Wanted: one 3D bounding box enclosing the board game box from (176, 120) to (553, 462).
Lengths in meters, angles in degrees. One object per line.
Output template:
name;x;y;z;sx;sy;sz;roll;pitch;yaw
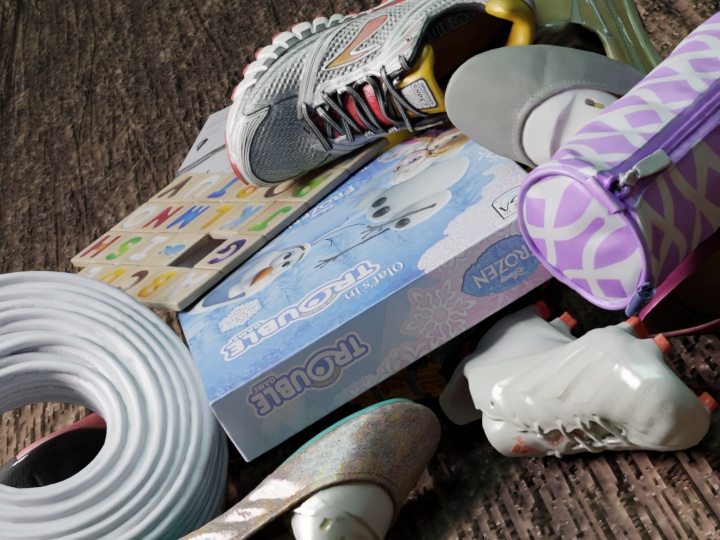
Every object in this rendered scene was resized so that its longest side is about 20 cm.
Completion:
board game box;0.000;0.000;1.121;0.200;0.043;0.199;-31;22;-1

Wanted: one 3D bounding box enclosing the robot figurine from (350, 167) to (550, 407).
robot figurine;0.053;0.007;1.178;0.145;0.058;0.200;-12;29;43

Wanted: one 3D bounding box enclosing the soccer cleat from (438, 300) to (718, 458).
soccer cleat;0.101;0.063;0.992;0.078;0.069;0.200;-42;16;-11

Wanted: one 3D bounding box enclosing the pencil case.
pencil case;0.159;-0.066;0.997;0.200;0.084;0.086;-42;-22;-31

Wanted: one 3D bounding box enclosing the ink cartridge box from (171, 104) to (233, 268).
ink cartridge box;-0.063;-0.053;1.375;0.116;0.067;0.200;-23;24;25

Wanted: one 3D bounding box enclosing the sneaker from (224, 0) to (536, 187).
sneaker;0.010;-0.112;1.185;0.200;0.078;0.082;-35;35;4

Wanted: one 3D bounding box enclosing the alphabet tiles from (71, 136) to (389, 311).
alphabet tiles;-0.095;-0.031;1.257;0.167;0.008;0.200;-40;22;-25

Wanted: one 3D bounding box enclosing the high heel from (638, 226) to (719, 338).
high heel;0.222;-0.014;0.981;0.200;0.067;0.096;-31;8;46

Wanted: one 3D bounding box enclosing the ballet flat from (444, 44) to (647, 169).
ballet flat;0.142;-0.066;1.068;0.064;0.200;0.067;-110;37;-61

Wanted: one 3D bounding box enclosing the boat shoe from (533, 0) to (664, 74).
boat shoe;0.124;-0.136;1.222;0.072;0.076;0.200;-54;52;28

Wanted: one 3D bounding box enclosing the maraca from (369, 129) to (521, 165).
maraca;0.066;-0.098;1.314;0.200;0.107;0.137;-7;3;-7

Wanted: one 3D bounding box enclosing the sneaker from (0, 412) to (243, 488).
sneaker;-0.120;0.101;1.222;0.200;0.074;0.087;-26;11;-1

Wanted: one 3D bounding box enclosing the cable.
cable;-0.170;0.094;1.113;0.200;0.069;0.200;17;54;9

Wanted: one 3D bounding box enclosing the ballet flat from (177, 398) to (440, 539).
ballet flat;-0.037;0.141;1.027;0.200;0.068;0.067;-35;40;8
